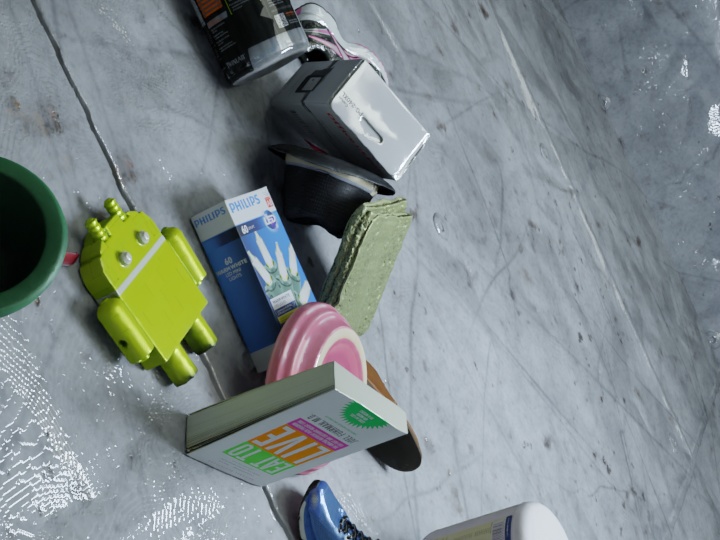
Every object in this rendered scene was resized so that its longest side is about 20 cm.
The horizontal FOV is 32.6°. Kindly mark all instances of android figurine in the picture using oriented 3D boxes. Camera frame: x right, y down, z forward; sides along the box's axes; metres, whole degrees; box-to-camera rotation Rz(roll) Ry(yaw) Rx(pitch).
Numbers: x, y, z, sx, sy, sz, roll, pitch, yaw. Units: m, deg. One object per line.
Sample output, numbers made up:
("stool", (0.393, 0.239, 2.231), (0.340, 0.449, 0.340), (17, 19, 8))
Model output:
("android figurine", (-0.225, 0.019, 1.306), (0.202, 0.041, 0.183), (60, 28, -17))

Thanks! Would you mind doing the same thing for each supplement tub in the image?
("supplement tub", (-0.159, -0.357, 1.613), (0.202, 0.121, 0.122), (65, 28, -5))
("supplement tub", (0.156, 0.384, 1.542), (0.145, 0.198, 0.147), (40, 37, -40))

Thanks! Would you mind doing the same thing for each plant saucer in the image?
("plant saucer", (-0.045, 0.140, 1.443), (0.200, 0.050, 0.204), (5, 90, -65))

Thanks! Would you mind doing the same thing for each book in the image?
("book", (-0.068, 0.166, 1.303), (0.133, 0.198, 0.049), (37, 39, -42))

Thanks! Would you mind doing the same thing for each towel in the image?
("towel", (0.000, 0.000, 1.605), (0.148, 0.036, 0.203), (-8, 120, -63))

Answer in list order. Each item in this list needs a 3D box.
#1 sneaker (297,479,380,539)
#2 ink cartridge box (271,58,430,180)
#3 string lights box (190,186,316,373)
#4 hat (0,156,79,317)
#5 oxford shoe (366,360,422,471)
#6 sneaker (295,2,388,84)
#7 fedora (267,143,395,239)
("sneaker", (-0.001, 0.325, 1.425), (0.202, 0.088, 0.079), (60, 27, -13))
("ink cartridge box", (-0.015, -0.204, 1.661), (0.145, 0.199, 0.084), (45, 77, -24))
("string lights box", (-0.119, 0.010, 1.480), (0.103, 0.058, 0.202), (-27, 94, -61))
("hat", (-0.349, 0.007, 1.116), (0.197, 0.176, 0.168), (5, 61, -17))
("oxford shoe", (0.023, 0.174, 1.602), (0.201, 0.071, 0.071), (57, 27, -17))
("sneaker", (-0.041, -0.306, 1.860), (0.199, 0.080, 0.087), (35, 52, -34))
("fedora", (-0.049, -0.098, 1.628), (0.200, 0.199, 0.093), (22, 87, -54))
